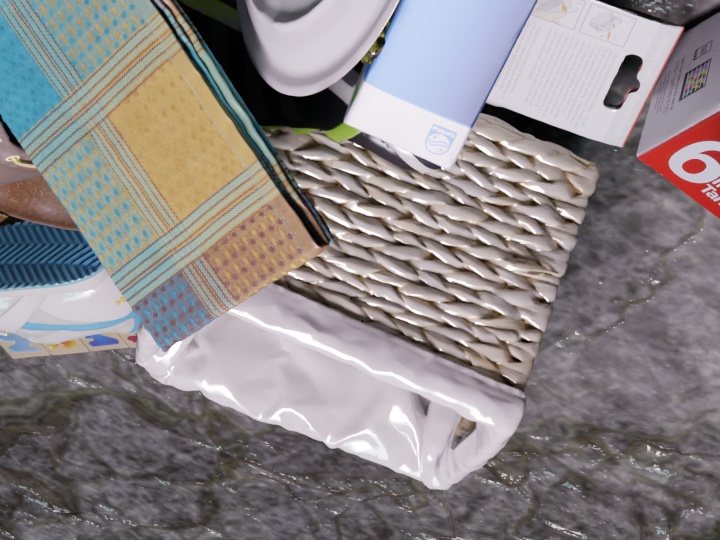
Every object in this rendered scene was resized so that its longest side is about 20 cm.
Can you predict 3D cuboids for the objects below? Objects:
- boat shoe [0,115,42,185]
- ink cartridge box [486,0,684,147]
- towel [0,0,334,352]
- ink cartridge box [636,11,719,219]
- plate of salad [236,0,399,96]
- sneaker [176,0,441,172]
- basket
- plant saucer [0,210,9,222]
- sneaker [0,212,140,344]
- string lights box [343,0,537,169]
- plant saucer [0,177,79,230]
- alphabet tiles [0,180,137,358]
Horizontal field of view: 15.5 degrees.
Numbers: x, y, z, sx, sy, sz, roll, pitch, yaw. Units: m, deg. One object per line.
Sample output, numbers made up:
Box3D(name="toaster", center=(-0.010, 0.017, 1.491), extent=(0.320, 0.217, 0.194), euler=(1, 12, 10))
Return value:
Box3D(name="boat shoe", center=(-0.151, -0.088, 1.402), extent=(0.060, 0.200, 0.072), euler=(-13, 96, 36))
Box3D(name="ink cartridge box", center=(0.059, -0.141, 1.336), extent=(0.200, 0.050, 0.109), euler=(20, 145, -2))
Box3D(name="towel", center=(-0.109, -0.069, 1.264), extent=(0.147, 0.022, 0.200), euler=(-31, 94, 47))
Box3D(name="ink cartridge box", center=(0.272, -0.064, 1.306), extent=(0.200, 0.084, 0.176), euler=(34, 141, -21))
Box3D(name="plate of salad", center=(-0.003, -0.176, 1.203), extent=(0.048, 0.200, 0.200), euler=(10, 152, -29))
Box3D(name="sneaker", center=(-0.045, -0.097, 1.319), extent=(0.200, 0.072, 0.083), euler=(36, 115, 10))
Box3D(name="basket", center=(0.000, 0.000, 1.424), extent=(0.200, 0.161, 0.198), euler=(22, 163, -4))
Box3D(name="plant saucer", center=(-0.301, -0.049, 1.512), extent=(0.200, 0.035, 0.200), euler=(19, 180, 0))
Box3D(name="sneaker", center=(-0.225, 0.011, 1.651), extent=(0.200, 0.077, 0.081), euler=(1, 147, 29))
Box3D(name="string lights box", center=(0.063, -0.157, 1.211), extent=(0.059, 0.103, 0.200), euler=(23, 125, -4))
Box3D(name="plant saucer", center=(-0.236, -0.079, 1.531), extent=(0.200, 0.037, 0.200), euler=(20, 169, 4))
Box3D(name="alphabet tiles", center=(-0.218, 0.001, 1.704), extent=(0.200, 0.006, 0.166), euler=(-6, 137, 32))
